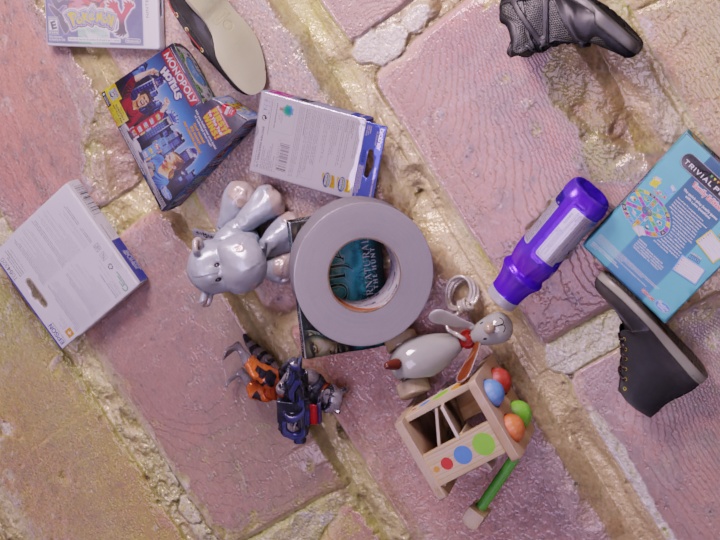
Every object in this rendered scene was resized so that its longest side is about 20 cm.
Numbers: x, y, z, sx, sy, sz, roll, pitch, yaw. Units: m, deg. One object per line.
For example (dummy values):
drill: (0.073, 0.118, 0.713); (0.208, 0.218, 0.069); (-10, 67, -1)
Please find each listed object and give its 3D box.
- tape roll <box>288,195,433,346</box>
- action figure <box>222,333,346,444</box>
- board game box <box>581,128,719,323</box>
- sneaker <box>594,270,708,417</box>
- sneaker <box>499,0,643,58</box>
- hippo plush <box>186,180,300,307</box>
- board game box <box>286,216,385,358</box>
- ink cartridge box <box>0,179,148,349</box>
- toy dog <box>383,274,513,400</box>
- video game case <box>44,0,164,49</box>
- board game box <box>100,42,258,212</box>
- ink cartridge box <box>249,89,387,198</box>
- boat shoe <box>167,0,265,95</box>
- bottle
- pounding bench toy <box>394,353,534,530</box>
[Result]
tape roll: (0.000, 0.000, 1.548); (0.196, 0.066, 0.204); (-2, 102, -9)
action figure: (-0.110, 0.157, 1.653); (0.191, 0.105, 0.202); (22, 139, 7)
board game box: (0.414, -0.057, 1.447); (0.151, 0.047, 0.201); (43, 112, 5)
sneaker: (0.362, 0.102, 1.487); (0.106, 0.075, 0.200); (-43, 88, 20)
sneaker: (0.262, -0.306, 1.427); (0.198, 0.076, 0.115); (33, 113, 13)
hippo plush: (-0.190, -0.041, 1.602); (0.196, 0.161, 0.162); (-1, 103, 19)
board game box: (-0.031, 0.018, 1.598); (0.133, 0.028, 0.204); (-9, 102, -12)
ink cartridge box: (-0.465, -0.008, 1.772); (0.199, 0.043, 0.198); (-36, 91, 25)
toy dog: (0.107, 0.107, 1.547); (0.200, 0.096, 0.132); (-46, 70, 18)
video game case: (-0.386, -0.427, 1.653); (0.196, 0.023, 0.186); (6, 104, 18)
board game box: (-0.254, -0.223, 1.635); (0.198, 0.062, 0.202); (-26, 93, 22)
ink cartridge box: (-0.058, -0.178, 1.589); (0.197, 0.042, 0.121); (17, 108, 17)
boat shoe: (-0.206, -0.340, 1.592); (0.203, 0.073, 0.063); (56, 149, -11)
bottle: (0.250, -0.032, 1.491); (0.065, 0.083, 0.201); (40, 111, 5)
pounding bench toy: (0.175, 0.248, 1.562); (0.155, 0.124, 0.202); (-30, 92, 23)
